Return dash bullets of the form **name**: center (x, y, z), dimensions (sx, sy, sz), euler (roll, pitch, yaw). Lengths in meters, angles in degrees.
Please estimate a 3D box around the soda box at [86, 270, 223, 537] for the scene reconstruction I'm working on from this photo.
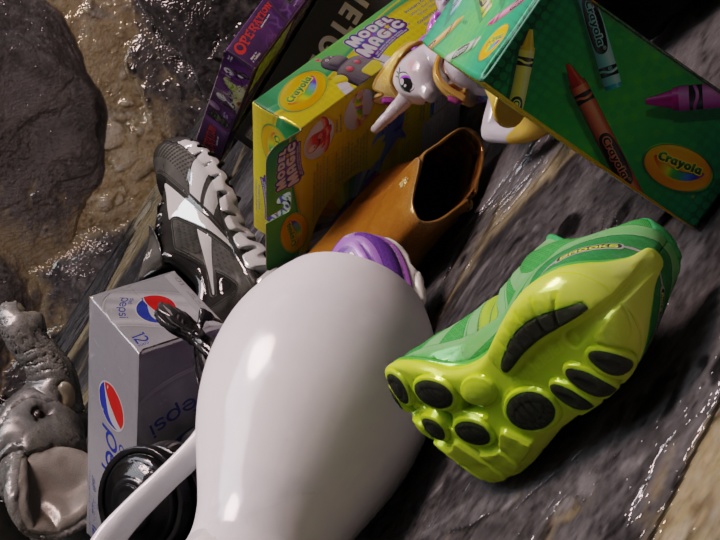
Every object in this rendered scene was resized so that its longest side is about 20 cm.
- **soda box**: center (-0.130, 0.104, 1.315), dimensions (0.068, 0.063, 0.200), euler (43, 139, 41)

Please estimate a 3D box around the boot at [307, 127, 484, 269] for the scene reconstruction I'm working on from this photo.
- **boot**: center (0.001, 0.000, 1.305), dimensions (0.144, 0.071, 0.201), euler (-41, 15, 55)

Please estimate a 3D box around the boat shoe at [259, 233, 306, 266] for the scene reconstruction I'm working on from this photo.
- **boat shoe**: center (-0.053, 0.001, 1.566), dimensions (0.066, 0.070, 0.200), euler (-34, 33, 60)

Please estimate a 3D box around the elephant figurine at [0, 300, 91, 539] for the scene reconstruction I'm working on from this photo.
- **elephant figurine**: center (-0.216, 0.150, 1.476), dimensions (0.142, 0.200, 0.155), euler (-51, 13, 27)

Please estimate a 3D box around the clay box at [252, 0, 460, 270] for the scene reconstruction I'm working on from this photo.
- **clay box**: center (-0.008, -0.097, 1.389), dimensions (0.200, 0.048, 0.115), euler (-38, -33, -33)

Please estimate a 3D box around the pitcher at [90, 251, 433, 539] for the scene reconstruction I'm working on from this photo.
- **pitcher**: center (-0.053, 0.094, 1.079), dimensions (0.171, 0.121, 0.200), euler (-3, 51, 32)

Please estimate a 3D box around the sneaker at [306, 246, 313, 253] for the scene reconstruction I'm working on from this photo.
- **sneaker**: center (0.014, -0.091, 1.530), dimensions (0.200, 0.078, 0.090), euler (-55, 1, -13)

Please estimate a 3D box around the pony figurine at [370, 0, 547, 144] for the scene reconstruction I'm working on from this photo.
- **pony figurine**: center (0.085, -0.164, 1.264), dimensions (0.200, 0.166, 0.193), euler (17, 81, 63)

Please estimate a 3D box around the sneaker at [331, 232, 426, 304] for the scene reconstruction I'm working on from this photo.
- **sneaker**: center (-0.025, 0.053, 1.191), dimensions (0.080, 0.083, 0.200), euler (-10, 46, 39)

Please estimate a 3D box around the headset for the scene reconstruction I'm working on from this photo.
- **headset**: center (-0.105, 0.114, 1.246), dimensions (0.123, 0.094, 0.200), euler (-26, -35, -37)

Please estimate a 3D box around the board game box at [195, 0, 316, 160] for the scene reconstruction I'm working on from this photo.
- **board game box**: center (-0.067, -0.156, 1.478), dimensions (0.120, 0.032, 0.200), euler (-52, -2, -20)

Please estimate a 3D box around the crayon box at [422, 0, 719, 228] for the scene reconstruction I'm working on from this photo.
- **crayon box**: center (0.104, -0.090, 0.985), dimensions (0.058, 0.119, 0.200), euler (-56, 11, 6)

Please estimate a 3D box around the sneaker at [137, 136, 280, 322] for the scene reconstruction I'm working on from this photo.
- **sneaker**: center (-0.123, -0.022, 1.475), dimensions (0.067, 0.090, 0.200), euler (90, 155, -47)

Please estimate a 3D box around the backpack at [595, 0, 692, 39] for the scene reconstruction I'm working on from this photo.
- **backpack**: center (0.129, -0.249, 1.112), dimensions (0.183, 0.200, 0.135), euler (-62, 12, -28)

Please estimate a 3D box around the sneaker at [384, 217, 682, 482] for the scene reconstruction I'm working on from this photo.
- **sneaker**: center (0.079, 0.035, 0.906), dimensions (0.084, 0.074, 0.200), euler (-42, 4, -31)

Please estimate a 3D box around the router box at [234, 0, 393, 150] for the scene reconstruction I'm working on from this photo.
- **router box**: center (-0.001, -0.183, 1.512), dimensions (0.200, 0.052, 0.157), euler (-56, -1, 30)
